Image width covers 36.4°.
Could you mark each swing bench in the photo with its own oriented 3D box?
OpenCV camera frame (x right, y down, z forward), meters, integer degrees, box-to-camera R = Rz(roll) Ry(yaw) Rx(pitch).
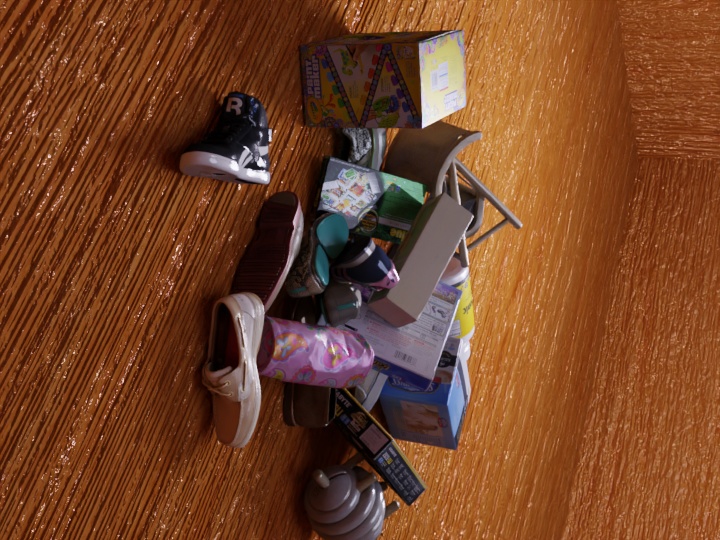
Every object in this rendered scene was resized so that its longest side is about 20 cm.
[{"bbox_3d":[0.142,-0.142,1.862,0.129,0.199,0.201,-35,116,-11],"label":"swing bench"}]

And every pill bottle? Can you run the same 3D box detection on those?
[{"bbox_3d":[0.161,0.079,2.102,0.111,0.110,0.203,-52,140,-52],"label":"pill bottle"}]

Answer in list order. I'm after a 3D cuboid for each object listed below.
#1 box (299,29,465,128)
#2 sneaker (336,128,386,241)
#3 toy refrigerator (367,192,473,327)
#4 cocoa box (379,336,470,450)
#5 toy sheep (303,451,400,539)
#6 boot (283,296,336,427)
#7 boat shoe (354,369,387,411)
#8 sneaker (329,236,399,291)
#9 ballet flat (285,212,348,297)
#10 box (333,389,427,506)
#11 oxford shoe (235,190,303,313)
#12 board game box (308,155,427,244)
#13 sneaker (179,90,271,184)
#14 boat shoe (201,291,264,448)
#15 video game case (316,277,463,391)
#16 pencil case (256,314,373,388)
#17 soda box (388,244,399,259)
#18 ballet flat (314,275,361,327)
[{"bbox_3d":[0.038,-0.292,1.654,0.200,0.190,0.124,-35,125,-60],"label":"box"},{"bbox_3d":[-0.017,-0.143,1.738,0.088,0.076,0.203,-1,97,-35],"label":"sneaker"},{"bbox_3d":[0.090,-0.018,1.691,0.070,0.076,0.202,35,68,-13],"label":"toy refrigerator"},{"bbox_3d":[0.118,0.216,1.966,0.201,0.131,0.133,73,29,-57],"label":"cocoa box"},{"bbox_3d":[-0.022,0.363,1.709,0.201,0.136,0.139,55,43,-36],"label":"toy sheep"},{"bbox_3d":[-0.069,0.134,1.626,0.073,0.074,0.203,-17,108,-63],"label":"boot"},{"bbox_3d":[0.007,0.155,1.812,0.075,0.085,0.203,-62,176,-51],"label":"boat shoe"},{"bbox_3d":[0.000,0.000,1.650,0.070,0.082,0.200,-46,-170,-8],"label":"sneaker"},{"bbox_3d":[-0.072,-0.023,1.586,0.068,0.074,0.201,61,22,-22],"label":"ballet flat"},{"bbox_3d":[0.017,0.275,1.748,0.049,0.159,0.201,-43,143,-10],"label":"box"},{"bbox_3d":[-0.115,-0.010,1.502,0.075,0.069,0.202,67,35,-51],"label":"oxford shoe"},{"bbox_3d":[0.015,-0.105,1.707,0.198,0.023,0.106,13,89,-36],"label":"board game box"},{"bbox_3d":[-0.169,-0.171,1.360,0.200,0.072,0.114,4,87,-75],"label":"sneaker"},{"bbox_3d":[-0.172,0.129,1.405,0.069,0.073,0.203,1,92,-54],"label":"boat shoe"},{"bbox_3d":[0.044,0.072,1.729,0.046,0.198,0.183,111,2,-54],"label":"video game case"},{"bbox_3d":[-0.074,0.114,1.526,0.198,0.087,0.089,12,83,-43],"label":"pencil case"},{"bbox_3d":[0.073,0.015,1.936,0.201,0.070,0.064,-56,142,-49],"label":"soda box"},{"bbox_3d":[-0.031,0.042,1.600,0.200,0.063,0.068,-131,-155,-80],"label":"ballet flat"}]
